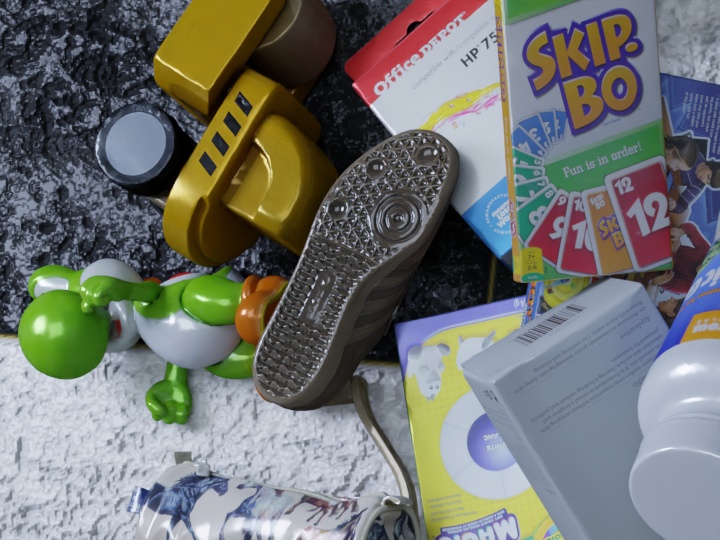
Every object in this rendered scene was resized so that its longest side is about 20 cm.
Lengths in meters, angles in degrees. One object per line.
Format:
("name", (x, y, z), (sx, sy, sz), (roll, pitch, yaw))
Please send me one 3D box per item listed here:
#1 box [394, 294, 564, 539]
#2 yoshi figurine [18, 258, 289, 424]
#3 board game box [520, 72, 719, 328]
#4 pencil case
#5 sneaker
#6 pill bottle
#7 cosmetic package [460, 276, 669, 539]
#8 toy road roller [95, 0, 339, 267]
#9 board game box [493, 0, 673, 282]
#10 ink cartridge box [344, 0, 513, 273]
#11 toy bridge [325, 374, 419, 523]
("box", (0.094, 0.121, 1.390), (0.117, 0.048, 0.200), (-14, 76, 15))
("yoshi figurine", (-0.144, 0.044, 1.454), (0.200, 0.112, 0.113), (7, 87, 22))
("board game box", (0.179, -0.021, 1.349), (0.135, 0.034, 0.200), (11, 91, -9))
("pencil case", (-0.053, 0.169, 1.382), (0.200, 0.078, 0.090), (4, 97, 37))
("sneaker", (0.000, 0.000, 1.400), (0.070, 0.076, 0.200), (35, 92, 21))
("pill bottle", (0.219, 0.059, 1.205), (0.112, 0.112, 0.200), (15, 45, 20))
("cosmetic package", (0.162, 0.116, 1.297), (0.113, 0.081, 0.200), (-31, 99, -8))
("toy road roller", (-0.063, -0.094, 1.442), (0.146, 0.123, 0.200), (30, 86, 22))
("board game box", (0.133, -0.096, 1.309), (0.095, 0.030, 0.200), (-5, 91, -8))
("ink cartridge box", (0.079, -0.109, 1.431), (0.116, 0.067, 0.200), (-42, 70, 5))
("toy bridge", (0.004, 0.167, 1.419), (0.067, 0.027, 0.200), (-8, 75, 16))
